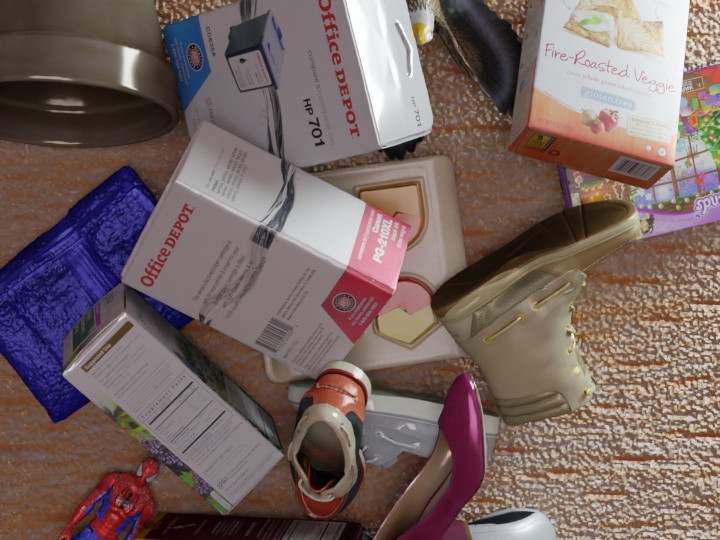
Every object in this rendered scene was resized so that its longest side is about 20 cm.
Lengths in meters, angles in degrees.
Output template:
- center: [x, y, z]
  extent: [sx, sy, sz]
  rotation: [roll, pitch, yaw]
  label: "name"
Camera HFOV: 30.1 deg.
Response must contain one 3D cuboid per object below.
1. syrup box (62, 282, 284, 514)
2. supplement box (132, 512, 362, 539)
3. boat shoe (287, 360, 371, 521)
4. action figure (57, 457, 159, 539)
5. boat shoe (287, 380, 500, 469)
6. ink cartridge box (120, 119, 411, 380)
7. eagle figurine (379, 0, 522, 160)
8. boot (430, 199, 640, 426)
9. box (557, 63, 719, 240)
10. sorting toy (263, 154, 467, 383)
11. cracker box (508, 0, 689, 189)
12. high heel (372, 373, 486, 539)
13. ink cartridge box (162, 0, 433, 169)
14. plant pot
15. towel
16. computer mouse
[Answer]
- center: [-0.164, 0.112, 1.173]
  extent: [0.081, 0.079, 0.200]
  rotation: [-44, 111, 5]
  label: "syrup box"
- center: [-0.099, 0.286, 1.201]
  extent: [0.197, 0.086, 0.112]
  rotation: [1, 97, 7]
  label: "supplement box"
- center: [-0.031, 0.164, 1.170]
  extent: [0.070, 0.063, 0.201]
  rotation: [17, 137, 6]
  label: "boat shoe"
- center: [-0.246, 0.254, 1.225]
  extent: [0.065, 0.052, 0.201]
  rotation: [35, 91, -3]
  label: "action figure"
- center: [0.028, 0.146, 1.218]
  extent: [0.198, 0.070, 0.073]
  rotation: [11, 92, -7]
  label: "boat shoe"
- center: [-0.080, -0.013, 1.114]
  extent: [0.198, 0.085, 0.145]
  rotation: [27, 136, -10]
  label: "ink cartridge box"
- center: [0.054, -0.215, 1.168]
  extent: [0.150, 0.151, 0.202]
  rotation: [9, 135, 34]
  label: "eagle figurine"
- center: [0.183, 0.041, 1.197]
  extent: [0.199, 0.073, 0.156]
  rotation: [-30, 110, 8]
  label: "boot"
- center: [0.278, -0.106, 1.221]
  extent: [0.197, 0.039, 0.139]
  rotation: [-14, 98, -2]
  label: "box"
- center: [0.000, 0.000, 1.216]
  extent: [0.197, 0.036, 0.188]
  rotation: [-9, 97, -3]
  label: "sorting toy"
- center: [0.208, -0.185, 1.156]
  extent: [0.132, 0.058, 0.202]
  rotation: [13, 69, -9]
  label: "cracker box"
- center: [0.055, 0.181, 1.173]
  extent: [0.095, 0.068, 0.202]
  rotation: [0, 120, -9]
  label: "high heel"
- center: [-0.054, -0.161, 1.121]
  extent: [0.198, 0.086, 0.148]
  rotation: [-9, 99, 39]
  label: "ink cartridge box"
- center: [-0.249, -0.211, 1.116]
  extent: [0.197, 0.200, 0.176]
  rotation: [0, 79, -4]
  label: "plant pot"
- center: [-0.239, 0.023, 1.197]
  extent: [0.199, 0.050, 0.148]
  rotation: [-38, 97, 1]
  label: "towel"
- center: [0.090, 0.271, 1.249]
  extent: [0.197, 0.044, 0.111]
  rotation: [-14, 96, -2]
  label: "computer mouse"
